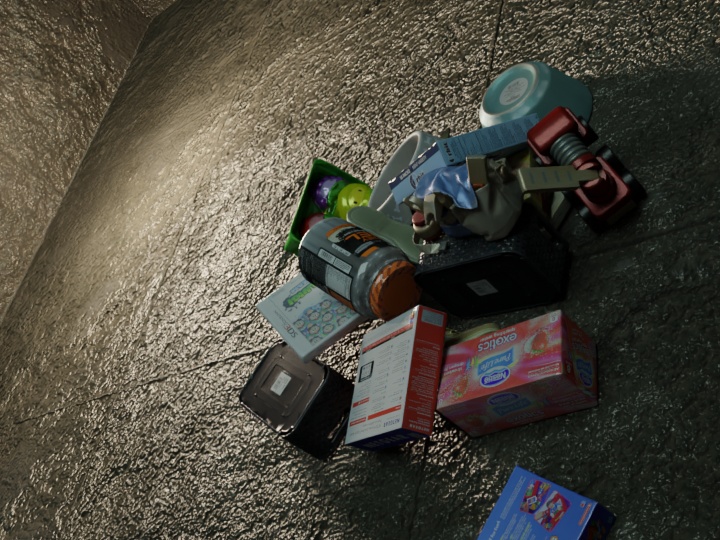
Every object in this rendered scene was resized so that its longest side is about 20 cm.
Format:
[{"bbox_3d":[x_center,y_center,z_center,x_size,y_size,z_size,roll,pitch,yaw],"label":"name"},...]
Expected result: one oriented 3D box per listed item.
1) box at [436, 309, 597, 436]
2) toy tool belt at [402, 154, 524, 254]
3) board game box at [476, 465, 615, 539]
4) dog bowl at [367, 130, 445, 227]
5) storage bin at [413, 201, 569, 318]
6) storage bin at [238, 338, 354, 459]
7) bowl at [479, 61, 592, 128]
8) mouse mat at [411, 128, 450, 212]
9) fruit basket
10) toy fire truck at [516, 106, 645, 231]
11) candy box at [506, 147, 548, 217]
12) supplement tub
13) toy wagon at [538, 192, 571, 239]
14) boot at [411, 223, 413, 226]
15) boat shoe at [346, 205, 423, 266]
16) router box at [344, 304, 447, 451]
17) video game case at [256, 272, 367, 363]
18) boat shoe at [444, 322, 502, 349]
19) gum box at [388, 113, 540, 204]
[{"bbox_3d":[0.210,0.144,1.191,0.200,0.095,0.103,-23,44,36],"label":"box"},{"bbox_3d":[0.128,-0.108,1.256,0.200,0.123,0.125,-13,48,44],"label":"toy tool belt"},{"bbox_3d":[0.198,0.350,1.052,0.134,0.045,0.200,15,70,55],"label":"board game box"},{"bbox_3d":[0.081,-0.160,1.570,0.200,0.059,0.200,-55,14,21],"label":"dog bowl"},{"bbox_3d":[0.196,-0.011,1.320,0.200,0.135,0.094,-16,47,42],"label":"storage bin"},{"bbox_3d":[-0.103,0.215,1.492,0.135,0.094,0.200,-57,34,-8],"label":"storage bin"},{"bbox_3d":[0.283,-0.279,1.506,0.201,0.105,0.201,-32,37,28],"label":"bowl"},{"bbox_3d":[0.103,-0.156,1.618,0.200,0.008,0.161,-49,18,35],"label":"mouse mat"},{"bbox_3d":[-0.042,-0.118,1.718,0.216,0.155,0.216,-54,19,29],"label":"fruit basket"},{"bbox_3d":[0.290,-0.153,1.253,0.129,0.200,0.176,-39,61,15],"label":"toy fire truck"},{"bbox_3d":[0.201,-0.102,1.404,0.200,0.055,0.116,-27,37,35],"label":"candy box"},{"bbox_3d":[0.000,0.000,1.415,0.200,0.123,0.123,30,82,43],"label":"supplement tub"},{"bbox_3d":[0.252,-0.104,1.433,0.155,0.040,0.200,-56,32,-8],"label":"toy wagon"},{"bbox_3d":[0.136,-0.128,1.582,0.200,0.070,0.146,-50,24,13],"label":"boot"},{"bbox_3d":[0.063,-0.042,1.502,0.201,0.061,0.072,30,50,21],"label":"boat shoe"},{"bbox_3d":[0.050,0.164,1.295,0.200,0.049,0.180,145,139,-61],"label":"router box"},{"bbox_3d":[-0.058,0.050,1.504,0.200,0.024,0.182,-36,41,-12],"label":"video game case"},{"bbox_3d":[0.130,0.123,1.328,0.200,0.074,0.067,-32,43,27],"label":"boat shoe"},{"bbox_3d":[0.168,-0.176,1.397,0.199,0.045,0.170,-19,-7,-28],"label":"gum box"}]
